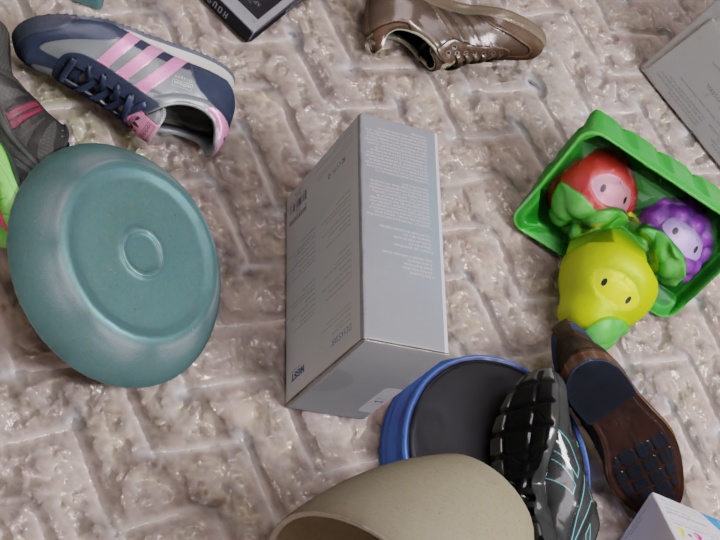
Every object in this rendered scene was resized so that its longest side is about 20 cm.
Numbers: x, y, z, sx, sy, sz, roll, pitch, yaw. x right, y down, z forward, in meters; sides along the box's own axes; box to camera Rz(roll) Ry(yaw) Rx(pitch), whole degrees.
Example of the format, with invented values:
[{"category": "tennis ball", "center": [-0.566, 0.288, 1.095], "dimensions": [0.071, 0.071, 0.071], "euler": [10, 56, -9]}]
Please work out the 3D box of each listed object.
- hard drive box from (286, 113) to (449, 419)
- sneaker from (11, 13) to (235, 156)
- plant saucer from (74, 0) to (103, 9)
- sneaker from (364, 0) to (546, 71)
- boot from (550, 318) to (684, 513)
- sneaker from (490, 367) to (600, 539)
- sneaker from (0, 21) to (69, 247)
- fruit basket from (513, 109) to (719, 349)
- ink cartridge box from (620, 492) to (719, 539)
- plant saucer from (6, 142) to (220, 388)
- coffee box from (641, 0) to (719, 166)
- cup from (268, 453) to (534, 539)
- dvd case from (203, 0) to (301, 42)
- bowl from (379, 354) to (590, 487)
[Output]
[{"category": "hard drive box", "center": [0.000, 0.000, 1.025], "dimensions": [0.076, 0.156, 0.202], "euler": [12, 62, -23]}, {"category": "sneaker", "center": [-0.197, -0.155, 1.049], "dimensions": [0.198, 0.070, 0.083], "euler": [12, 59, -25]}, {"category": "plant saucer", "center": [-0.317, -0.295, 1.095], "dimensions": [0.198, 0.019, 0.071], "euler": [16, 59, -18]}, {"category": "sneaker", "center": [0.093, -0.231, 1.257], "dimensions": [0.198, 0.070, 0.076], "euler": [12, 79, -18]}, {"category": "boot", "center": [0.233, 0.131, 1.125], "dimensions": [0.201, 0.074, 0.097], "euler": [59, 7, -27]}, {"category": "sneaker", "center": [0.155, 0.182, 1.028], "dimensions": [0.079, 0.075, 0.202], "euler": [22, 63, -32]}, {"category": "sneaker", "center": [-0.281, -0.110, 0.996], "dimensions": [0.083, 0.076, 0.202], "euler": [-1, 70, -45]}, {"category": "fruit basket", "center": [0.252, -0.027, 1.186], "dimensions": [0.214, 0.156, 0.217], "euler": [22, 40, -20]}, {"category": "ink cartridge box", "center": [0.300, 0.285, 1.028], "dimensions": [0.114, 0.068, 0.200], "euler": [23, 21, -15]}, {"category": "plant saucer", "center": [-0.179, -0.010, 0.971], "dimensions": [0.199, 0.036, 0.202], "euler": [21, 59, -40]}, {"category": "coffee box", "center": [0.479, -0.237, 1.365], "dimensions": [0.197, 0.200, 0.200], "euler": [-35, 84, -36]}, {"category": "cup", "center": [0.051, 0.219, 0.918], "dimensions": [0.201, 0.200, 0.143], "euler": [49, 51, 3]}, {"category": "dvd case", "center": [-0.101, -0.328, 1.219], "dimensions": [0.150, 0.025, 0.200], "euler": [44, 53, -1]}, {"category": "bowl", "center": [0.112, 0.167, 1.070], "dimensions": [0.199, 0.039, 0.203], "euler": [12, 61, -22]}]
